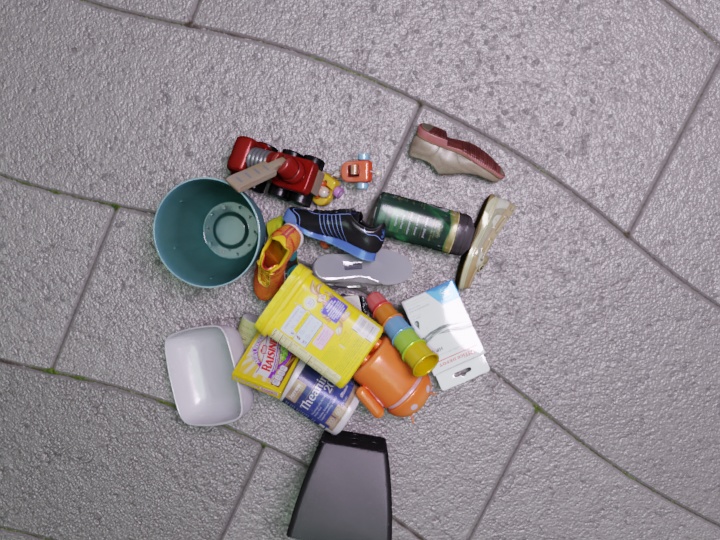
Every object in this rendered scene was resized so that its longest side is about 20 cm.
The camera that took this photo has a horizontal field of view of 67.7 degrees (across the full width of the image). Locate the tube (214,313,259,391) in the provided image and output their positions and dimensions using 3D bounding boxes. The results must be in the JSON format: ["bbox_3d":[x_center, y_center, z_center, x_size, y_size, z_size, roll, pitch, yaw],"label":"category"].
[{"bbox_3d":[-0.255,0.193,1.141,0.052,0.058,0.201,13,104,-34],"label":"tube"}]

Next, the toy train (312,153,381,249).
[{"bbox_3d":[-0.040,-0.134,1.066,0.149,0.056,0.202,10,99,27],"label":"toy train"}]

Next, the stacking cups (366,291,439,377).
[{"bbox_3d":[0.071,0.120,1.058,0.061,0.060,0.200,-48,51,7],"label":"stacking cups"}]

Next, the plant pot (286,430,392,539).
[{"bbox_3d":[-0.026,0.431,1.089,0.198,0.200,0.179,9,86,2],"label":"plant pot"}]

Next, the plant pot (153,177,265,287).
[{"bbox_3d":[-0.277,-0.077,1.055,0.199,0.161,0.202,0,97,3],"label":"plant pot"}]

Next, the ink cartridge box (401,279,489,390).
[{"bbox_3d":[0.175,0.133,1.083,0.115,0.067,0.201,-25,82,4],"label":"ink cartridge box"}]

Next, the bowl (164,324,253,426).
[{"bbox_3d":[-0.302,0.210,1.102,0.199,0.074,0.201,-13,88,31],"label":"bowl"}]

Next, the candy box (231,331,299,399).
[{"bbox_3d":[-0.164,0.153,1.065,0.102,0.201,0.027,18,133,6],"label":"candy box"}]

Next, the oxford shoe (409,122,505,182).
[{"bbox_3d":[0.192,-0.220,1.076,0.199,0.071,0.075,27,123,-2],"label":"oxford shoe"}]

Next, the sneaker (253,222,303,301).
[{"bbox_3d":[-0.175,-0.010,1.029,0.073,0.077,0.201,36,131,9],"label":"sneaker"}]

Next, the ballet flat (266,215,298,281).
[{"bbox_3d":[-0.159,-0.013,1.109,0.067,0.067,0.202,1,105,25],"label":"ballet flat"}]

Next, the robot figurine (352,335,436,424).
[{"bbox_3d":[0.064,0.213,1.093,0.200,0.144,0.117,45,117,-3],"label":"robot figurine"}]

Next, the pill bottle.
[{"bbox_3d":[-0.105,0.239,1.105,0.199,0.111,0.111,33,97,-1],"label":"pill bottle"}]

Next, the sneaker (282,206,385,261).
[{"bbox_3d":[-0.047,-0.090,1.019,0.199,0.070,0.078,24,103,5],"label":"sneaker"}]

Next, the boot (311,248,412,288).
[{"bbox_3d":[0.000,0.000,1.087,0.198,0.096,0.074,3,80,-6],"label":"boot"}]

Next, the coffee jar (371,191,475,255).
[{"bbox_3d":[0.124,-0.091,1.063,0.198,0.104,0.086,15,100,2],"label":"coffee jar"}]

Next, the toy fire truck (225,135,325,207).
[{"bbox_3d":[-0.185,-0.188,0.996,0.175,0.200,0.130,20,88,22],"label":"toy fire truck"}]

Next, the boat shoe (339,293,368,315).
[{"bbox_3d":[-0.080,0.092,1.094,0.198,0.093,0.075,-9,89,2],"label":"boat shoe"}]

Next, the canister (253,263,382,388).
[{"bbox_3d":[-0.075,0.106,1.005,0.199,0.087,0.149,36,90,1],"label":"canister"}]

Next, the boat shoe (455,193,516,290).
[{"bbox_3d":[0.249,-0.050,1.080,0.063,0.073,0.202,21,88,1],"label":"boat shoe"}]
